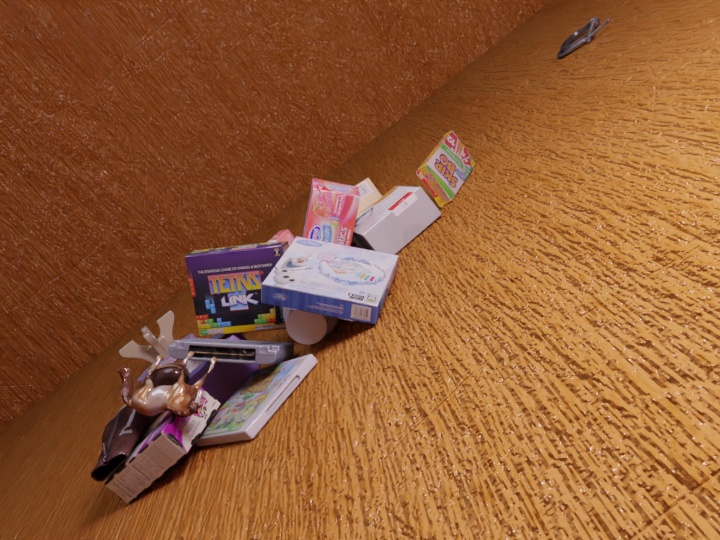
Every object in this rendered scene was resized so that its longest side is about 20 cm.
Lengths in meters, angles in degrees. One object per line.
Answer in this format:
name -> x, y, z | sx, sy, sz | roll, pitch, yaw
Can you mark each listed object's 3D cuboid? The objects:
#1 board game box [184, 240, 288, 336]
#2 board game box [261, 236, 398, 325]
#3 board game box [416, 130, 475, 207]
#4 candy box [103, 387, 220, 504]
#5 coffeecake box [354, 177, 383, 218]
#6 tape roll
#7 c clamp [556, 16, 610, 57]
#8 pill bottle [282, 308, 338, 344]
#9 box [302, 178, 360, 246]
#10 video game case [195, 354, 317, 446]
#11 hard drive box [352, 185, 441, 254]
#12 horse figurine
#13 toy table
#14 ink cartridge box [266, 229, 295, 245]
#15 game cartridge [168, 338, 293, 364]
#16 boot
board game box -> -0.229, 0.036, 1.527 | 0.199, 0.166, 0.057 | -6, 14, 11
board game box -> -0.048, 0.014, 1.370 | 0.199, 0.043, 0.199 | 11, 29, 9
board game box -> 0.186, -0.220, 1.680 | 0.030, 0.096, 0.200 | -26, 18, 41
candy box -> -0.345, 0.303, 1.363 | 0.200, 0.061, 0.136 | -41, 10, 31
coffeecake box -> -0.041, -0.118, 1.846 | 0.153, 0.073, 0.200 | -35, -6, -19
tape roll -> -0.302, 0.208, 1.577 | 0.200, 0.085, 0.200 | -37, 12, 9
c clamp -> 0.612, -0.642, 2.131 | 0.171, 0.027, 0.200 | -37, 14, 31
pill bottle -> -0.084, 0.061, 1.442 | 0.104, 0.104, 0.200 | -34, 14, 17
box -> -0.069, -0.078, 1.619 | 0.095, 0.102, 0.201 | -97, 19, -71
video game case -> -0.182, 0.223, 1.336 | 0.200, 0.022, 0.182 | -22, 21, 51
hard drive box -> 0.065, -0.102, 1.654 | 0.156, 0.077, 0.200 | -41, 13, -6
horse figurine -> -0.331, 0.199, 1.318 | 0.199, 0.050, 0.133 | -7, 44, 21
toy table -> -0.582, 0.218, 2.230 | 0.200, 0.117, 0.184 | -43, 14, -23
ink cartridge box -> -0.211, 0.014, 1.778 | 0.200, 0.117, 0.067 | -42, 15, -16
game cartridge -> -0.228, 0.145, 1.416 | 0.199, 0.041, 0.133 | 2, 1, 11
boot -> -0.383, 0.267, 1.371 | 0.200, 0.072, 0.167 | -39, 24, 21
